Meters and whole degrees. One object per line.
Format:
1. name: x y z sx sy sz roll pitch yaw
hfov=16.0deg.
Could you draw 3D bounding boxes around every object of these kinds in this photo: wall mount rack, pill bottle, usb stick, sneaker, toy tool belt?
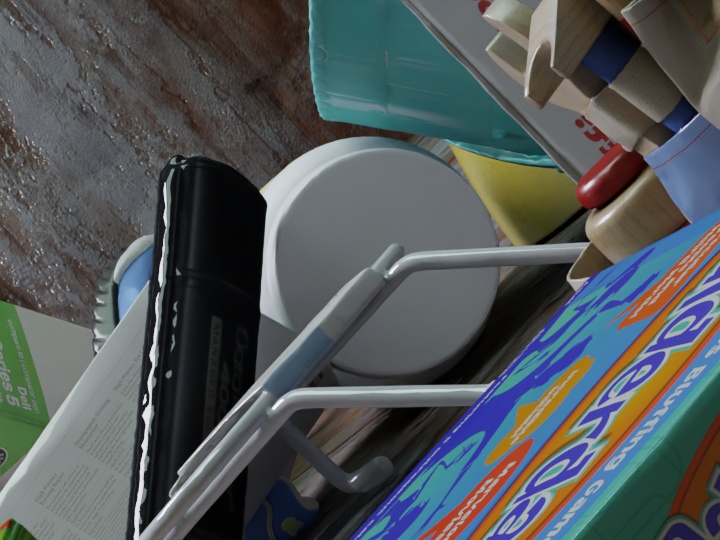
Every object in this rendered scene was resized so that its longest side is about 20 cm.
1. wall mount rack: 0.009 0.045 0.915 0.174 0.075 0.200 -47 2 34
2. pill bottle: 0.000 0.000 1.145 0.114 0.114 0.200 -45 3 -5
3. usb stick: -0.064 0.051 0.993 0.033 0.055 0.200 -13 62 32
4. sneaker: -0.065 0.059 1.130 0.077 0.076 0.200 -32 48 17
5. toy tool belt: 0.102 -0.081 0.805 0.125 0.123 0.200 -47 4 -34

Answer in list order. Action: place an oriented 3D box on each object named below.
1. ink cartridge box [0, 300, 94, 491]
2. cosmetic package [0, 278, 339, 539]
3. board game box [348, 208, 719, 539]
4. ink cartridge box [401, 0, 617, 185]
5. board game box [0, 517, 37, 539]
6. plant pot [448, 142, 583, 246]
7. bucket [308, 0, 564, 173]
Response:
1. ink cartridge box: -0.172 0.102 1.320 0.145 0.084 0.200 -42 -40 25
2. cosmetic package: -0.098 0.101 1.034 0.200 0.083 0.051 -55 -19 -14
3. board game box: 0.051 0.048 0.534 0.152 0.045 0.200 -46 4 -20
4. ink cartridge box: 0.127 -0.129 0.902 0.200 0.147 0.083 -42 3 34
5. board game box: -0.073 0.122 0.651 0.048 0.102 0.200 -45 3 -4
6. plant pot: 0.100 -0.130 1.267 0.200 0.142 0.200 -44 3 3
7. bucket: 0.056 -0.146 1.089 0.207 0.135 0.207 5 -90 -84
